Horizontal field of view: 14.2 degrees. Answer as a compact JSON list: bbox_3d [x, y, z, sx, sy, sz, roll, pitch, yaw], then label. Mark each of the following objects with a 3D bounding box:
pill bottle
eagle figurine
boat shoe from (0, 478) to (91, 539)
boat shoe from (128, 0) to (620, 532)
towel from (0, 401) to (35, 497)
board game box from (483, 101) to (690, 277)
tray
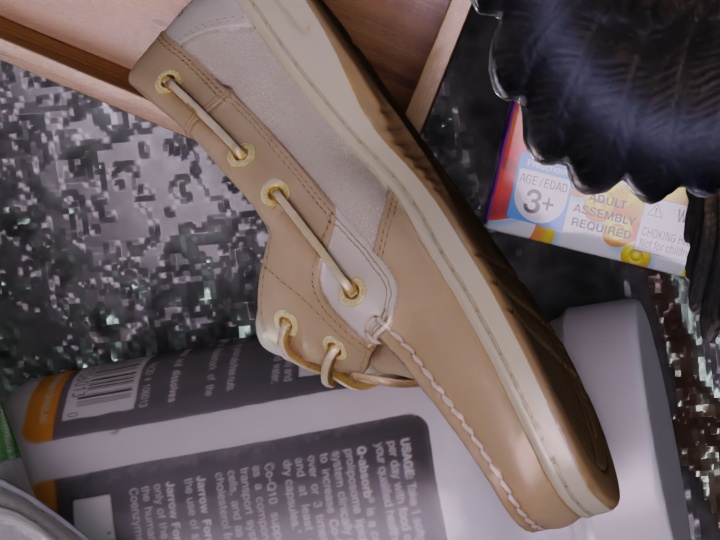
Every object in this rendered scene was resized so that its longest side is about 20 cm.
[{"bbox_3d":[-0.005,0.073,0.873,0.199,0.116,0.117,-10,102,10],"label":"pill bottle"},{"bbox_3d":[0.108,-0.099,0.694,0.200,0.151,0.152,-44,107,6],"label":"eagle figurine"},{"bbox_3d":[-0.051,0.129,0.766,0.202,0.075,0.086,54,144,-2],"label":"boat shoe"},{"bbox_3d":[0.000,0.000,0.811,0.069,0.074,0.200,-36,62,6],"label":"boat shoe"},{"bbox_3d":[-0.177,0.025,0.873,0.152,0.023,0.201,-33,70,29],"label":"towel"},{"bbox_3d":[0.109,-0.106,0.825,0.104,0.103,0.201,13,104,3],"label":"board game box"},{"bbox_3d":[-0.064,-0.102,0.882,0.199,0.037,0.099,22,104,1],"label":"tray"}]
